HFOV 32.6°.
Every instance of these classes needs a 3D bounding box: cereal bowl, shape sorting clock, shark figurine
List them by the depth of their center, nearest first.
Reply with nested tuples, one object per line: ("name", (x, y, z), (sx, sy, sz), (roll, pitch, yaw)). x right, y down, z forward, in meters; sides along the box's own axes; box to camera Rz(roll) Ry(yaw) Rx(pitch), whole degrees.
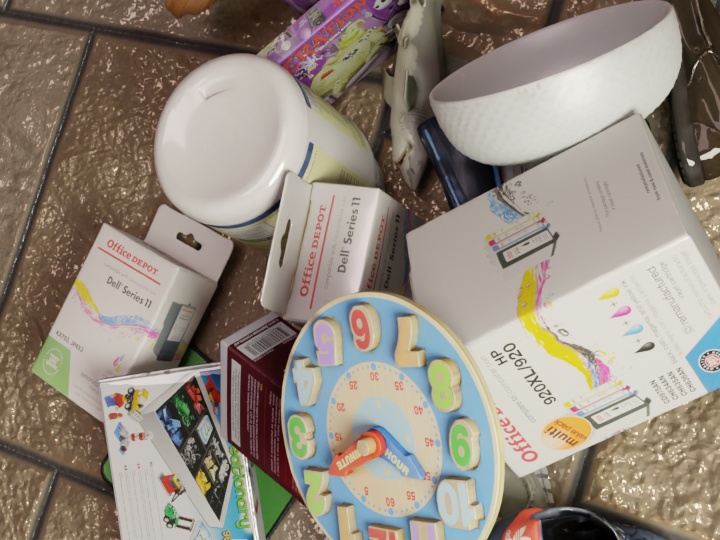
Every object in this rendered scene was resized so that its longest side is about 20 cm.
("shape sorting clock", (0.014, 0.115, 0.838), (0.199, 0.039, 0.203), (14, 111, 40))
("cereal bowl", (0.158, -0.134, 0.960), (0.198, 0.200, 0.084), (-17, 107, 21))
("shark figurine", (0.073, -0.193, 1.094), (0.088, 0.216, 0.129), (1, 39, -11))

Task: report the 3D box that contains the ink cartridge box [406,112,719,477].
("ink cartridge box", (0.155, 0.022, 0.886), (0.199, 0.147, 0.146), (-28, 37, 18))

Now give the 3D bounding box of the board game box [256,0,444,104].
("board game box", (-0.024, -0.205, 1.132), (0.199, 0.120, 0.032), (-38, 64, 13))

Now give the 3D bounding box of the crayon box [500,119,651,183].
("crayon box", (0.193, -0.021, 1.018), (0.124, 0.051, 0.202), (-14, 71, 22))

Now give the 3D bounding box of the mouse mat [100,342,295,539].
("mouse mat", (-0.147, 0.183, 1.158), (0.199, 0.008, 0.162), (36, 94, 30))

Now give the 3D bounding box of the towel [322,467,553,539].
("towel", (0.072, 0.222, 0.997), (0.198, 0.086, 0.167), (-20, 62, 15))

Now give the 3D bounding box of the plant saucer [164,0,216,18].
("plant saucer", (-0.110, -0.317, 1.179), (0.032, 0.200, 0.200), (42, 99, -10))

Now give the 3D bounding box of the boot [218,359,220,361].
("boot", (-0.058, 0.095, 1.098), (0.198, 0.075, 0.075), (2, 79, 27))

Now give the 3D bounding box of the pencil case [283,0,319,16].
("pencil case", (-0.018, -0.339, 1.187), (0.200, 0.084, 0.086), (-44, 25, 8))

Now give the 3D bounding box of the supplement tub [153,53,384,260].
("supplement tub", (-0.072, -0.089, 1.079), (0.143, 0.200, 0.147), (-7, 74, 24))

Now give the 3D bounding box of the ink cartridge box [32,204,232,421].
("ink cartridge box", (-0.218, 0.035, 1.183), (0.116, 0.067, 0.202), (26, 89, 33))

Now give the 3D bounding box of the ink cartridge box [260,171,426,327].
("ink cartridge box", (0.000, 0.000, 1.022), (0.067, 0.200, 0.119), (7, 80, 27))

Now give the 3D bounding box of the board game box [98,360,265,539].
("board game box", (-0.156, 0.187, 1.096), (0.125, 0.035, 0.203), (-8, 90, 6))

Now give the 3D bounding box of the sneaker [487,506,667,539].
("sneaker", (0.175, 0.209, 0.884), (0.084, 0.198, 0.076), (-37, 53, 47))

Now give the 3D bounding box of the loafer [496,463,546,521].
("loafer", (0.060, 0.126, 0.953), (0.199, 0.070, 0.070), (37, 86, 32))

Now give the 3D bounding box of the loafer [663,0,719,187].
("loafer", (0.283, -0.168, 1.007), (0.070, 0.073, 0.203), (-8, 79, 14))

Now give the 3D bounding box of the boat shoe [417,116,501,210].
("boat shoe", (0.090, -0.035, 1.050), (0.068, 0.084, 0.202), (-9, 74, -3))

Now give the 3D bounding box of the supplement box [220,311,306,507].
("supplement box", (-0.025, 0.132, 0.963), (0.199, 0.061, 0.110), (34, 136, 32))
